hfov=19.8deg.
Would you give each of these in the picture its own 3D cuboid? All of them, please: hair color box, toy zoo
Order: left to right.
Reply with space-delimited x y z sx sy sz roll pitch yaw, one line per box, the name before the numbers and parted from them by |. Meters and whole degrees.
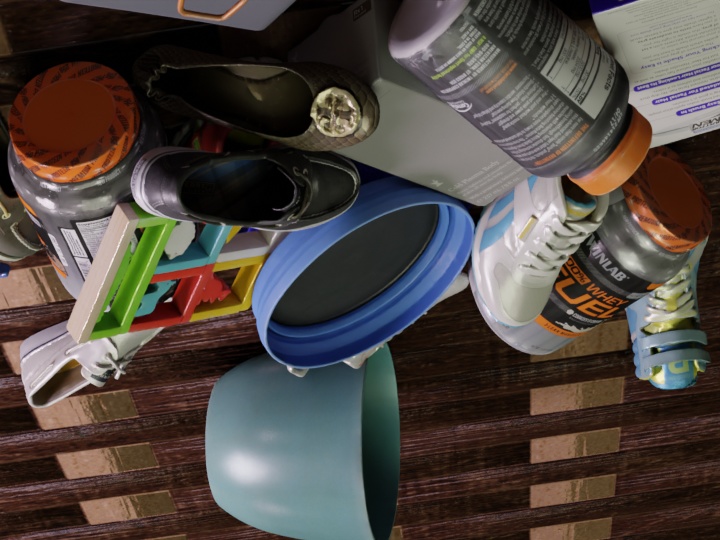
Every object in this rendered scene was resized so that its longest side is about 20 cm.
toy zoo | -0.122 -0.011 1.600 0.199 0.020 0.132 -10 141 -41
hair color box | 0.243 -0.179 1.573 0.109 0.065 0.200 -16 147 12

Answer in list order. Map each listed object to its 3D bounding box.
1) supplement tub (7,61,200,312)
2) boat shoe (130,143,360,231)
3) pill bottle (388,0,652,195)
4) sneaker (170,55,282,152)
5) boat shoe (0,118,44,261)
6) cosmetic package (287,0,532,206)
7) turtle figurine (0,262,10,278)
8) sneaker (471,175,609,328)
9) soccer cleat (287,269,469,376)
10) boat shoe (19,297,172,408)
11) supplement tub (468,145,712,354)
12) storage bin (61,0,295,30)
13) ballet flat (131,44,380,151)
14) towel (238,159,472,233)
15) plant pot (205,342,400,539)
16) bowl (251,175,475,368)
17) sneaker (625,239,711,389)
supplement tub | -0.198 -0.063 1.590 0.122 0.123 0.200 -9 148 3
boat shoe | -0.071 -0.062 1.524 0.199 0.070 0.066 4 -171 -39
pill bottle | 0.124 -0.139 1.509 0.200 0.107 0.106 38 131 -24
sneaker | -0.105 -0.085 1.627 0.076 0.085 0.200 2 149 -15
boat shoe | -0.285 -0.072 1.619 0.060 0.073 0.202 -7 147 14
cosmetic package | 0.051 -0.130 1.589 0.199 0.091 0.107 14 147 -37
turtle figurine | -0.395 0.010 1.665 0.199 0.145 0.194 -17 145 8
sneaker | 0.150 -0.042 1.672 0.076 0.081 0.201 2 113 -31
soccer cleat | 0.011 0.042 1.851 0.199 0.086 0.069 -14 156 29
boat shoe | -0.233 0.071 1.880 0.199 0.070 0.071 -25 146 28
supplement tub | 0.197 -0.021 1.775 0.122 0.123 0.200 17 141 -36
storage bin | -0.110 -0.222 1.354 0.199 0.147 0.134 5 158 -22
ballet flat | -0.081 -0.128 1.512 0.199 0.068 0.046 15 -164 21
towel | 0.002 -0.048 1.722 0.199 0.050 0.148 -6 153 -24
plant pot | -0.057 0.162 1.969 0.160 0.202 0.201 -1 152 11
bowl | 0.000 0.000 1.687 0.200 0.039 0.201 -26 151 -16
sneaker | 0.284 0.030 1.875 0.079 0.131 0.200 -7 150 2
